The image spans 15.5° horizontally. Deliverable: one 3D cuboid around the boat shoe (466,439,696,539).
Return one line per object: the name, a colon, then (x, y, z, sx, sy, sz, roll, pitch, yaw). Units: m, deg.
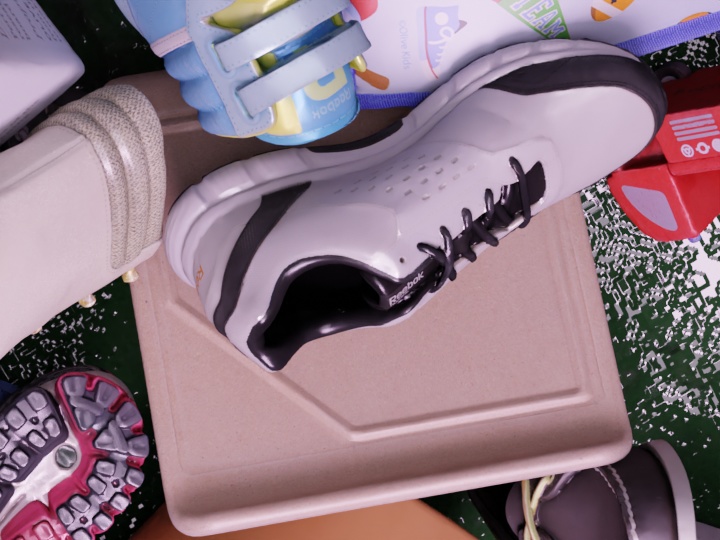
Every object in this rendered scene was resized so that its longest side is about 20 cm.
boat shoe: (0.088, 0.099, 1.083, 0.060, 0.201, 0.072, 1, 95, -9)

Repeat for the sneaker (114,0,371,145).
sneaker: (-0.031, -0.120, 0.945, 0.079, 0.200, 0.131, -31, 82, -23)

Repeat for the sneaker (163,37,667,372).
sneaker: (0.029, -0.020, 1.001, 0.200, 0.080, 0.074, -24, 134, -3)

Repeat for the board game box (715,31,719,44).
board game box: (0.282, -0.057, 1.161, 0.199, 0.041, 0.200, -24, 106, -2)

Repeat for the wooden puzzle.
wooden puzzle: (0.000, 0.000, 1.060, 0.184, 0.037, 0.201, -9, 70, -5)

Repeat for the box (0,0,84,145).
box: (-0.247, -0.088, 0.941, 0.199, 0.171, 0.200, -37, 88, 10)

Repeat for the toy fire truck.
toy fire truck: (0.200, -0.025, 1.091, 0.049, 0.200, 0.141, -42, 114, -41)

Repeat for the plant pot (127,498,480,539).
plant pot: (-0.023, 0.155, 1.095, 0.200, 0.200, 0.140, 35, 79, -15)

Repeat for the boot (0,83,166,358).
boot: (-0.154, 0.020, 1.011, 0.072, 0.200, 0.155, 44, 52, 11)

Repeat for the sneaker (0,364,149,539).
sneaker: (-0.162, 0.121, 1.066, 0.200, 0.075, 0.081, -43, 100, -2)

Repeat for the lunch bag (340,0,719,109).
lunch bag: (0.064, -0.168, 1.031, 0.200, 0.124, 0.170, -22, 123, -19)

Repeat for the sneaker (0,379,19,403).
sneaker: (-0.235, 0.085, 1.100, 0.200, 0.078, 0.070, -17, 105, -28)

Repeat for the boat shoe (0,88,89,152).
boat shoe: (-0.178, -0.047, 1.078, 0.199, 0.057, 0.067, 7, 102, -11)

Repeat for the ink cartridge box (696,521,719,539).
ink cartridge box: (0.126, 0.218, 1.147, 0.083, 0.147, 0.201, 21, 98, -14)
